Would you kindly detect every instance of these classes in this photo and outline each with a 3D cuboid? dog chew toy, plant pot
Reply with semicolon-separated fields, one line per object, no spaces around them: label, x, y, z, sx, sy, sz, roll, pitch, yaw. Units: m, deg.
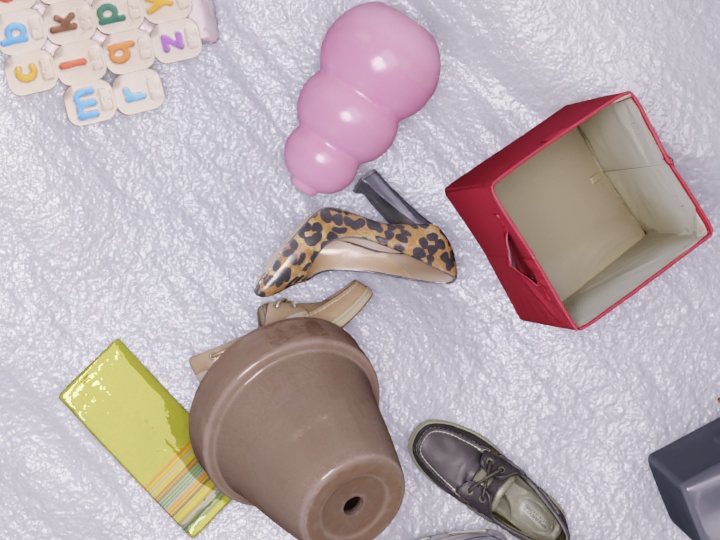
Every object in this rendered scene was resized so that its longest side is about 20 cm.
dog chew toy;-0.006;-0.165;1.628;0.124;0.125;0.201;31;92;-11
plant pot;-0.043;0.172;1.555;0.198;0.175;0.202;-16;126;-23

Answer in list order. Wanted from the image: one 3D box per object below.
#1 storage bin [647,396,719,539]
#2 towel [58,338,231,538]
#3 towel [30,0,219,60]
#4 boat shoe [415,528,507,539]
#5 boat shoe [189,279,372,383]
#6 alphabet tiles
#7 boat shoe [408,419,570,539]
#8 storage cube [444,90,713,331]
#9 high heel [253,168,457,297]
storage bin;0.384;0.209;1.690;0.133;0.200;0.147;-23;96;-2
towel;-0.207;0.170;1.639;0.086;0.018;0.200;-44;99;-14
towel;-0.247;-0.311;1.611;0.189;0.032;0.202;-11;94;-12
boat shoe;0.060;0.309;1.676;0.198;0.066;0.073;-21;99;10
boat shoe;-0.078;0.059;1.636;0.199;0.071;0.065;-33;90;-15
alphabet tiles;-0.260;-0.247;1.586;0.194;0.015;0.202;-15;94;-12
boat shoe;0.141;0.224;1.692;0.200;0.066;0.072;37;84;-11
storage cube;0.213;-0.060;1.646;0.199;0.180;0.172;-34;98;-9
high heel;0.000;0.000;1.621;0.143;0.072;0.200;45;61;9
